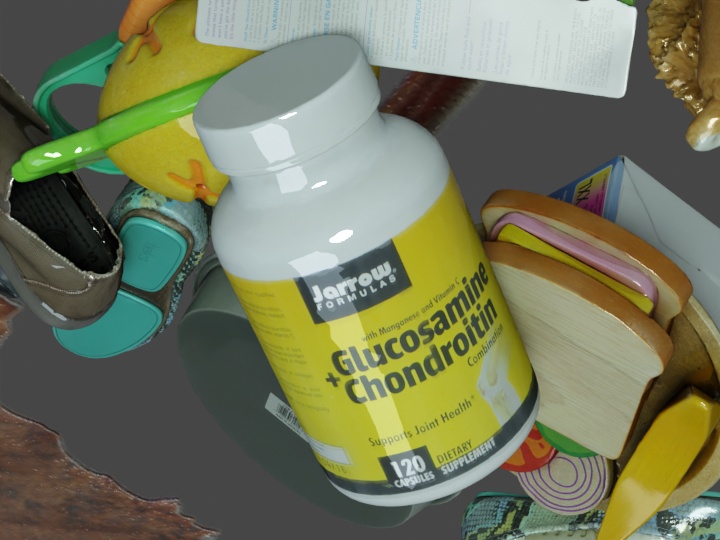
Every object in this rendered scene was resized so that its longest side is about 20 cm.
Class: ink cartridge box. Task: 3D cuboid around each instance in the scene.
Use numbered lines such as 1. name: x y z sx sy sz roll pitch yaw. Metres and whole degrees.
1. ink cartridge box: 0.120 0.033 1.063 0.136 0.076 0.200 34 143 -23

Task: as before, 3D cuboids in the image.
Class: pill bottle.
1. pill bottle: 0.000 0.000 0.856 0.112 0.112 0.200 -7 122 31

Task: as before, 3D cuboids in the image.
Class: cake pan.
1. cake pan: -0.029 0.074 1.083 0.200 0.037 0.200 31 150 20

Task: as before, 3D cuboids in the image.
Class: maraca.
1. maraca: -0.080 -0.081 0.938 0.200 0.137 0.107 -18 89 21

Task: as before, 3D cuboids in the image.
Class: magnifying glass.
1. magnifying glass: -0.124 -0.112 1.010 0.080 0.022 0.200 24 144 -10

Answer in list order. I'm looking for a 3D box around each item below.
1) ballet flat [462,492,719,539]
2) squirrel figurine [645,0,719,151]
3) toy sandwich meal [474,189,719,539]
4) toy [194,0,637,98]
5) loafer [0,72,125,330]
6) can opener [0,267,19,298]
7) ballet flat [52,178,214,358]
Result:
1. ballet flat: 0.160 0.186 1.250 0.200 0.074 0.074 -5 140 29
2. squirrel figurine: 0.198 -0.078 0.791 0.187 0.142 0.200 6 178 -32
3. toy sandwich meal: 0.103 0.056 0.957 0.205 0.070 0.205 20 132 24
4. toy: 0.031 -0.148 0.849 0.200 0.115 0.047 10 -170 17
5. loafer: -0.189 -0.063 1.021 0.200 0.073 0.071 51 144 -8
6. can opener: -0.235 -0.074 1.077 0.063 0.079 0.200 -9 129 44
7. ballet flat: -0.129 -0.010 1.115 0.074 0.074 0.200 27 148 -15
